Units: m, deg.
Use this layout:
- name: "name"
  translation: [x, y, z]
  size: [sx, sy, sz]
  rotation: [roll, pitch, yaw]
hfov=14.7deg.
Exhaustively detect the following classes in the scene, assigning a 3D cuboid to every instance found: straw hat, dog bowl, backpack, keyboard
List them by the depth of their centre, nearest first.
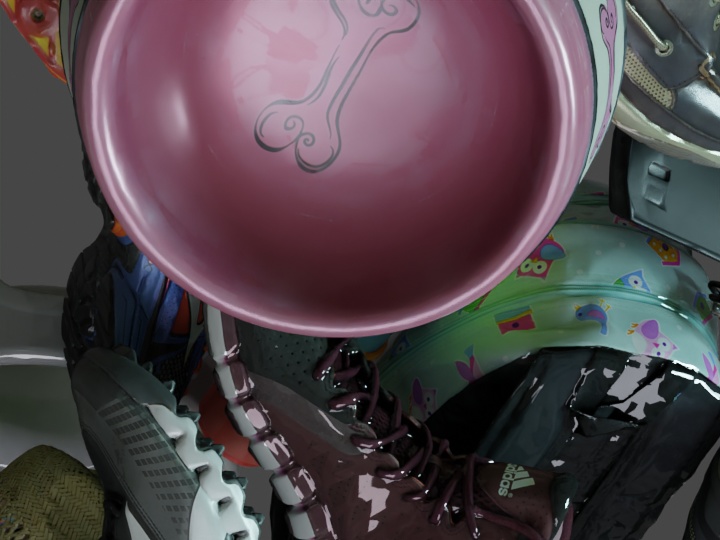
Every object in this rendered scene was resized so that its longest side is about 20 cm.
- name: "dog bowl"
  translation: [-0.009, -0.066, 0.947]
  size: [0.199, 0.074, 0.201]
  rotation: [2, 117, 3]
- name: "keyboard"
  translation: [0.173, -0.010, 1.118]
  size: [0.199, 0.105, 0.040]
  rotation: [23, 163, -26]
- name: "straw hat"
  translation: [-0.123, 0.119, 1.138]
  size: [0.085, 0.201, 0.201]
  rotation: [-48, 128, 6]
- name: "backpack"
  translation: [0.065, 0.057, 1.165]
  size: [0.166, 0.127, 0.200]
  rotation: [10, 140, -26]
- name: "dog bowl"
  translation: [-0.141, 0.066, 1.225]
  size: [0.199, 0.059, 0.200]
  rotation: [-1, 141, -1]

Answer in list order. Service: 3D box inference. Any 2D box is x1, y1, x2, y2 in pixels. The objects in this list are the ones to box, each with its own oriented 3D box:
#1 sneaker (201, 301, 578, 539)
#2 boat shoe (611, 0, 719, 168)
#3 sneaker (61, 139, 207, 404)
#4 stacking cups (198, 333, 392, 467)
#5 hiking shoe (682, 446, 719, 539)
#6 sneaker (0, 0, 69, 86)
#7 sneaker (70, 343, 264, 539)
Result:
- name: "sneaker"
  translation: [0.022, 0.064, 1.054]
  size: [0.115, 0.076, 0.201]
  rotation: [-9, 111, 30]
- name: "boat shoe"
  translation: [0.104, -0.101, 1.007]
  size: [0.200, 0.075, 0.073]
  rotation: [26, 135, -32]
- name: "sneaker"
  translation: [-0.069, 0.002, 1.097]
  size: [0.078, 0.075, 0.201]
  rotation: [-2, 121, -19]
- name: "stacking cups"
  translation: [0.000, 0.000, 1.122]
  size: [0.060, 0.061, 0.200]
  rotation: [23, 128, -28]
- name: "hiking shoe"
  translation: [0.186, 0.079, 1.173]
  size: [0.200, 0.076, 0.101]
  rotation: [-20, 154, -54]
- name: "sneaker"
  translation: [-0.059, -0.089, 1.023]
  size: [0.200, 0.077, 0.073]
  rotation: [36, 115, -15]
- name: "sneaker"
  translation: [-0.074, 0.128, 1.053]
  size: [0.090, 0.066, 0.201]
  rotation: [-29, 106, -17]
